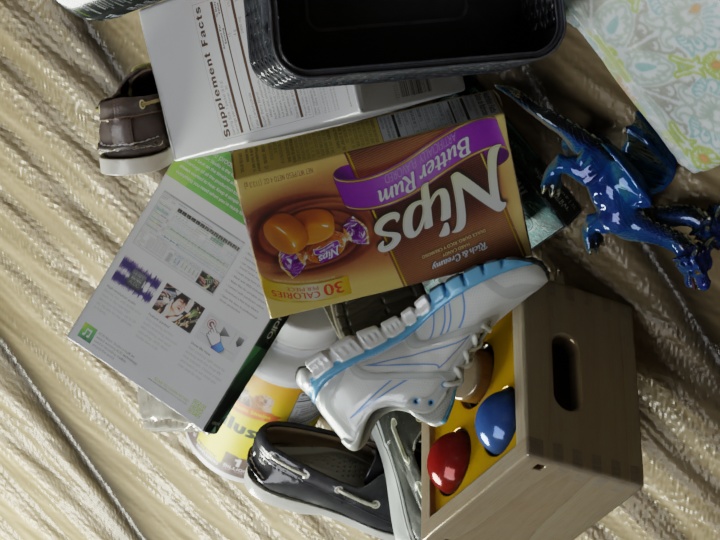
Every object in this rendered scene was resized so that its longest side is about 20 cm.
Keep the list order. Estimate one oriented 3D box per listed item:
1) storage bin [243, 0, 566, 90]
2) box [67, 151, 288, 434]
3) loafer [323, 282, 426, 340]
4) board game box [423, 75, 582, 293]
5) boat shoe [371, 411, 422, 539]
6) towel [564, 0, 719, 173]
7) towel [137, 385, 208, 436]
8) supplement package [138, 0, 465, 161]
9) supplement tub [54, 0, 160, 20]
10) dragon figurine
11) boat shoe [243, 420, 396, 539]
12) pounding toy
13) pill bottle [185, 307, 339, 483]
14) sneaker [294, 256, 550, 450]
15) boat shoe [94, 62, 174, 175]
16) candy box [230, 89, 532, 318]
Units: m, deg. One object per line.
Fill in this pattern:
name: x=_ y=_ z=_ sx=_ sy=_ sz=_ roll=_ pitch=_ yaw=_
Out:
storage bin: x=0.026 y=-0.197 z=1.491 sx=0.094 sy=0.199 sz=0.136 roll=-179 pitch=83 yaw=-78
box: x=-0.123 y=0.008 z=1.780 sx=0.144 sy=0.036 sz=0.201 roll=33 pitch=94 yaw=17
loafer: x=0.000 y=0.000 z=1.700 sx=0.067 sy=0.076 sz=0.201 roll=85 pitch=163 yaw=-81
board game box: x=0.063 y=-0.049 z=1.723 sx=0.135 sy=0.028 sz=0.200 roll=50 pitch=137 yaw=-4
boat shoe: x=0.051 y=0.132 z=1.797 sx=0.064 sy=0.070 sz=0.201 roll=-32 pitch=68 yaw=49
towel: x=0.239 y=-0.170 z=1.479 sx=0.171 sy=0.048 sz=0.200 roll=50 pitch=138 yaw=-7
towel: x=-0.147 y=0.036 z=1.862 sx=0.132 sy=0.034 sz=0.201 roll=-6 pitch=82 yaw=63
supplement package: x=-0.044 y=-0.161 z=1.639 sx=0.199 sy=0.121 sz=0.120 roll=-10 pitch=94 yaw=44
supplement tub: x=-0.137 y=-0.261 z=1.604 sx=0.199 sy=0.123 sz=0.123 roll=-15 pitch=111 yaw=37
dragon figurine: x=0.184 y=-0.071 z=1.585 sx=0.099 sy=0.059 sz=0.200 roll=-22 pitch=106 yaw=46
boat shoe: x=0.005 y=0.170 z=1.837 sx=0.199 sy=0.074 sz=0.061 roll=15 pitch=129 yaw=1
pounding toy: x=0.101 y=0.098 z=1.695 sx=0.142 sy=0.201 sz=0.184 roll=17 pitch=143 yaw=-23
pill bottle: x=-0.074 y=0.082 z=1.873 sx=0.109 sy=0.109 sz=0.200 roll=37 pitch=137 yaw=11
sneaker: x=0.057 y=0.063 z=1.615 sx=0.199 sy=0.075 sz=0.087 roll=-32 pitch=73 yaw=8
boat shoe: x=-0.159 y=-0.128 z=1.739 sx=0.071 sy=0.200 sz=0.060 roll=-3 pitch=108 yaw=13
candy box: x=0.016 y=-0.048 z=1.619 sx=0.199 sy=0.057 sz=0.117 roll=-13 pitch=116 yaw=0
